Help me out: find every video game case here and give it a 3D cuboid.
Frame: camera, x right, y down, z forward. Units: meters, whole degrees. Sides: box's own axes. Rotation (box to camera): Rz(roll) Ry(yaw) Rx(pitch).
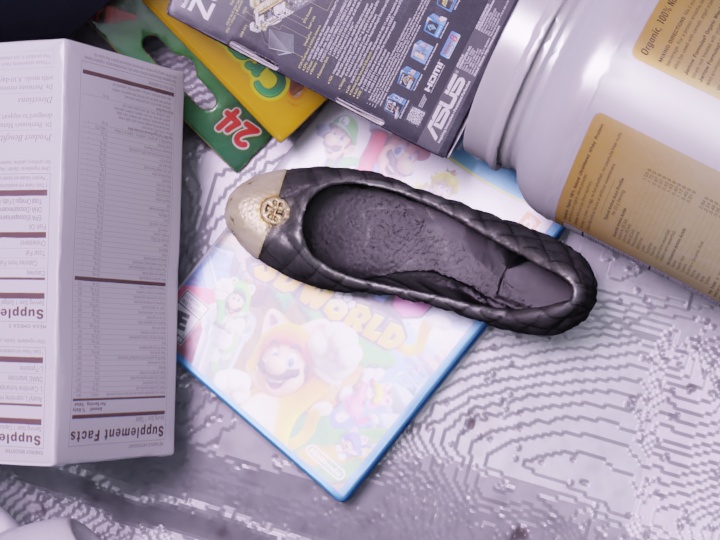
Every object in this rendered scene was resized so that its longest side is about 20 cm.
[{"bbox_3d":[0.000,0.000,0.919,0.143,0.018,0.200,39,88,11],"label":"video game case"}]

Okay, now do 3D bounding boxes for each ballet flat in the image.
[{"bbox_3d":[0.025,-0.016,0.880,0.198,0.057,0.067,13,83,9],"label":"ballet flat"}]

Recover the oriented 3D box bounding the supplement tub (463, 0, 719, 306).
[{"bbox_3d":[0.164,-0.069,0.844,0.199,0.144,0.145,28,86,10],"label":"supplement tub"}]

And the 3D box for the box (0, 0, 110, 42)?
[{"bbox_3d":[-0.196,-0.211,0.874,0.103,0.199,0.184,-1,80,-31],"label":"box"}]

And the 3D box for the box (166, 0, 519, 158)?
[{"bbox_3d":[0.017,-0.180,0.853,0.160,0.049,0.201,25,98,-9],"label":"box"}]

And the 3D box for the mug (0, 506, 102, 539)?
[{"bbox_3d":[-0.197,0.194,0.855,0.175,0.148,0.200,-40,72,-3],"label":"mug"}]

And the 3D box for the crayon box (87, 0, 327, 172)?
[{"bbox_3d":[-0.037,-0.160,0.903,0.127,0.051,0.200,44,96,-11],"label":"crayon box"}]

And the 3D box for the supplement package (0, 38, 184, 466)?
[{"bbox_3d":[-0.164,-0.006,0.872,0.108,0.113,0.202,0,87,26],"label":"supplement package"}]
